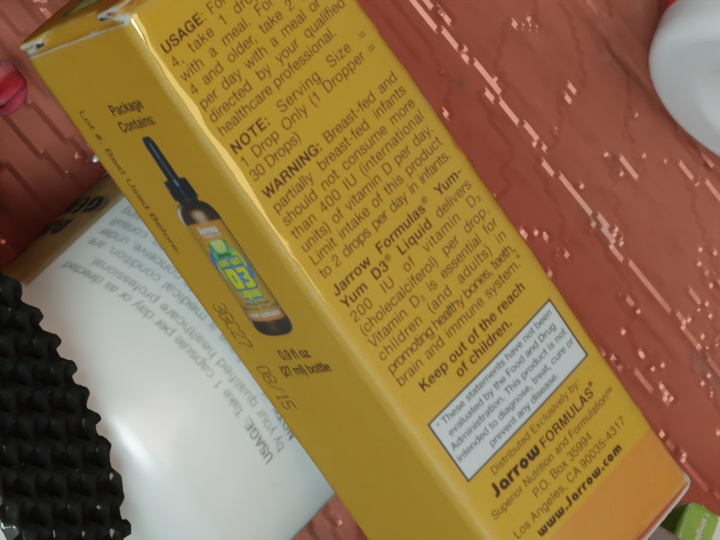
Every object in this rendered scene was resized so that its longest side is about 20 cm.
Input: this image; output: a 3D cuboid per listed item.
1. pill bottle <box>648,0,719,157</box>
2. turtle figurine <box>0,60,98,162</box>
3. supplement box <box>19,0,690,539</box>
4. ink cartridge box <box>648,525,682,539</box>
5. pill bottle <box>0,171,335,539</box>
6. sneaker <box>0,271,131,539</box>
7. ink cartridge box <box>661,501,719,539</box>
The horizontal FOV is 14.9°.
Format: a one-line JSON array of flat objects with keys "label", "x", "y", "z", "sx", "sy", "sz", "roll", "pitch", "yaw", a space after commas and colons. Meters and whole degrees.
[{"label": "pill bottle", "x": 0.185, "y": -0.133, "z": 0.951, "sx": 0.111, "sy": 0.111, "sz": 0.201, "roll": 34, "pitch": 69, "yaw": -20}, {"label": "turtle figurine", "x": -0.107, "y": -0.130, "z": 0.799, "sx": 0.150, "sy": 0.100, "sz": 0.201, "roll": 37, "pitch": 49, "yaw": -38}, {"label": "supplement box", "x": 0.000, "y": 0.000, "z": 0.726, "sx": 0.069, "sy": 0.066, "sz": 0.200, "roll": -45, "pitch": 108, "yaw": -26}, {"label": "ink cartridge box", "x": 0.008, "y": 0.131, "z": 0.745, "sx": 0.199, "sy": 0.174, "sz": 0.044, "roll": -24, "pitch": 99, "yaw": -6}, {"label": "pill bottle", "x": -0.058, "y": 0.035, "z": 0.792, "sx": 0.200, "sy": 0.114, "sz": 0.115, "roll": -45, "pitch": 104, "yaw": -26}, {"label": "sneaker", "x": -0.135, "y": 0.025, "z": 0.682, "sx": 0.201, "sy": 0.090, "sz": 0.070, "roll": 59, "pitch": 22, "yaw": -18}, {"label": "ink cartridge box", "x": 0.138, "y": 0.186, "z": 0.899, "sx": 0.199, "sy": 0.076, "sz": 0.148, "roll": 31, "pitch": 69, "yaw": -20}]
